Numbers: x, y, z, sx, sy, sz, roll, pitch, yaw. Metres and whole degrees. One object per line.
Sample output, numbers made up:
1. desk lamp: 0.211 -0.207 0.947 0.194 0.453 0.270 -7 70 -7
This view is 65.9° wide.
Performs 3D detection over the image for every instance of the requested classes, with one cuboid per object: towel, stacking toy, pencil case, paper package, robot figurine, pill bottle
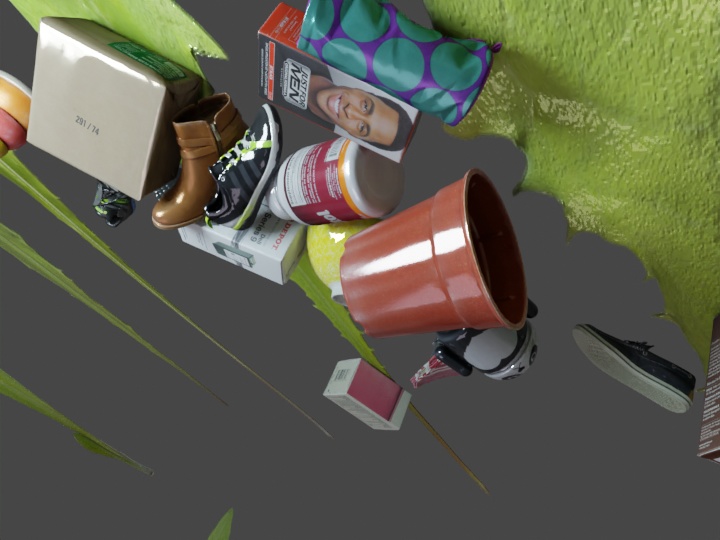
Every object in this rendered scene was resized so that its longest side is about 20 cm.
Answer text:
1. towel: 0.191 0.180 1.100 0.142 0.023 0.201 -13 156 -18
2. stacking toy: -0.690 -0.257 1.029 0.144 0.202 0.147 20 152 11
3. pencil case: 0.035 -0.229 0.564 0.198 0.093 0.085 27 -174 -2
4. paper package: -0.358 -0.234 0.804 0.198 0.104 0.192 28 120 1
5. robot figurine: 0.206 0.099 0.930 0.199 0.126 0.150 37 151 -18
6. pill bottle: -0.044 -0.123 0.784 0.198 0.114 0.113 -2 141 44

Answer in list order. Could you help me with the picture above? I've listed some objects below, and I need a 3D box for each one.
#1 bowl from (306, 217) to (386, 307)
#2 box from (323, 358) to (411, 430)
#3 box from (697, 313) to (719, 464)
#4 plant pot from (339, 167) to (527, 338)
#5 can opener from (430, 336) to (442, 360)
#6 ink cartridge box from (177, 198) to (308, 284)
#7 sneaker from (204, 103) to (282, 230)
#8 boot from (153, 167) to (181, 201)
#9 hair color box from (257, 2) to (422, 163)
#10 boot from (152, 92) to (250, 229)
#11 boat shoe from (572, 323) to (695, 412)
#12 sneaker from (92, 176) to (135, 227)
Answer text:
1. bowl: 0.000 0.000 0.903 0.197 0.109 0.200 8 162 3
2. box: 0.020 0.342 1.527 0.199 0.110 0.127 38 150 -21
3. box: 0.489 0.146 0.680 0.099 0.202 0.075 21 155 10
4. plant pot: 0.089 -0.002 0.722 0.193 0.203 0.201 -17 132 30
5. can opener: 0.185 0.144 1.088 0.053 0.067 0.200 25 156 0
6. ink cartridge box: -0.184 -0.087 0.934 0.198 0.147 0.084 22 151 7
7. sneaker: -0.174 -0.144 0.797 0.082 0.202 0.072 9 -154 -32
8. boot: -0.332 -0.133 1.036 0.200 0.069 0.132 47 169 36
9. hair color box: -0.021 -0.219 0.657 0.198 0.062 0.102 25 152 3
10. boot: -0.249 -0.162 0.822 0.074 0.200 0.155 41 163 21
11. boat shoe: 0.431 0.141 0.878 0.199 0.062 0.075 34 161 21
12. sneaker: -0.535 -0.154 1.195 0.070 0.083 0.200 27 152 -1
